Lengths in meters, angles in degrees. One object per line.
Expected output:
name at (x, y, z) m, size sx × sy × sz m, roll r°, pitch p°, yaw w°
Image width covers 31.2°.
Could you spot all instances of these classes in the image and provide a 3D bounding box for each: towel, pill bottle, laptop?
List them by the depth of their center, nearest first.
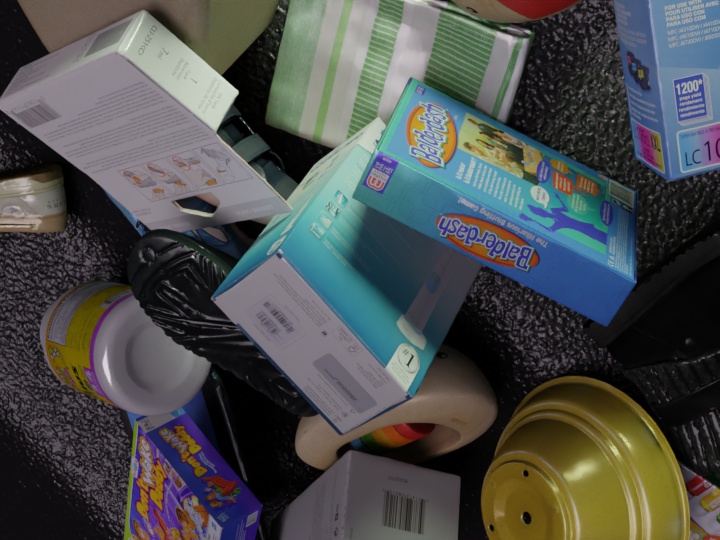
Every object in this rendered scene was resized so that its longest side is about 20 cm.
towel at (0.025, -0.152, 1.024) m, size 0.199 × 0.023 × 0.153 m, roll 21°, pitch 120°, yaw 13°
pill bottle at (-0.216, 0.063, 1.139) m, size 0.200 × 0.104 × 0.105 m, roll 6°, pitch 120°, yaw 58°
laptop at (-0.161, 0.173, 1.196) m, size 0.103 × 0.200 × 0.178 m, roll -18°, pitch 105°, yaw -9°

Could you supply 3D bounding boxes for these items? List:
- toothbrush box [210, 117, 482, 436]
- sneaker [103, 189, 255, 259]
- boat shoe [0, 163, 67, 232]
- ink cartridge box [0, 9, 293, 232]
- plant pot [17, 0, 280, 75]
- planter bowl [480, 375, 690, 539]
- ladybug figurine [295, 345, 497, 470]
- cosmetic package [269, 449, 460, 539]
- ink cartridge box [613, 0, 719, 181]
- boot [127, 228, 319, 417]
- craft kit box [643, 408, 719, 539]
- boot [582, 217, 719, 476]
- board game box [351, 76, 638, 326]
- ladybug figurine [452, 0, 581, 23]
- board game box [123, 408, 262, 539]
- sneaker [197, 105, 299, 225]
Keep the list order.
toothbrush box at (0.000, 0.000, 0.985) m, size 0.146 × 0.200 × 0.085 m, roll 47°, pitch 131°, yaw -13°
sneaker at (-0.149, -0.025, 1.116) m, size 0.200 × 0.090 × 0.078 m, roll 42°, pitch 122°, yaw 2°
boat shoe at (-0.362, -0.051, 1.207) m, size 0.199 × 0.074 × 0.067 m, roll -7°, pitch 104°, yaw 26°
ink cartridge box at (-0.159, -0.103, 0.982) m, size 0.176 × 0.045 × 0.200 m, roll 41°, pitch 152°, yaw -29°
plant pot at (-0.153, -0.248, 0.966) m, size 0.199 × 0.200 × 0.178 m, roll 17°, pitch 133°, yaw 16°
planter bowl at (0.157, 0.190, 1.031) m, size 0.200 × 0.083 × 0.201 m, roll 12°, pitch 106°, yaw 49°
ladybug figurine at (0.025, 0.116, 1.086) m, size 0.200 × 0.135 × 0.072 m, roll -26°, pitch 56°, yaw 37°
cosmetic package at (-0.004, 0.236, 1.114) m, size 0.107 × 0.085 × 0.200 m, roll 16°, pitch 149°, yaw -18°
ink cartridge box at (0.242, -0.176, 0.857) m, size 0.136 × 0.076 × 0.201 m, roll -14°, pitch 107°, yaw -6°
boot at (-0.084, 0.010, 1.045) m, size 0.200 × 0.168 × 0.076 m, roll 38°, pitch 117°, yaw -12°
craft kit box at (0.264, 0.246, 1.087) m, size 0.200 × 0.049 × 0.198 m, roll 33°, pitch 124°, yaw 7°
boot at (0.285, 0.048, 0.964) m, size 0.158 × 0.079 × 0.211 m, roll 50°, pitch 133°, yaw 4°
board game box at (0.104, -0.055, 0.937) m, size 0.199 × 0.152 × 0.045 m, roll 27°, pitch 120°, yaw -2°
ladybug figurine at (0.129, -0.252, 0.905) m, size 0.136 × 0.072 × 0.200 m, roll 49°, pitch 122°, yaw -2°
board game box at (-0.158, 0.233, 1.180) m, size 0.134 × 0.045 × 0.200 m, roll 45°, pitch 142°, yaw 28°
sneaker at (-0.124, -0.105, 1.077) m, size 0.199 × 0.078 × 0.080 m, roll 25°, pitch 108°, yaw 3°
